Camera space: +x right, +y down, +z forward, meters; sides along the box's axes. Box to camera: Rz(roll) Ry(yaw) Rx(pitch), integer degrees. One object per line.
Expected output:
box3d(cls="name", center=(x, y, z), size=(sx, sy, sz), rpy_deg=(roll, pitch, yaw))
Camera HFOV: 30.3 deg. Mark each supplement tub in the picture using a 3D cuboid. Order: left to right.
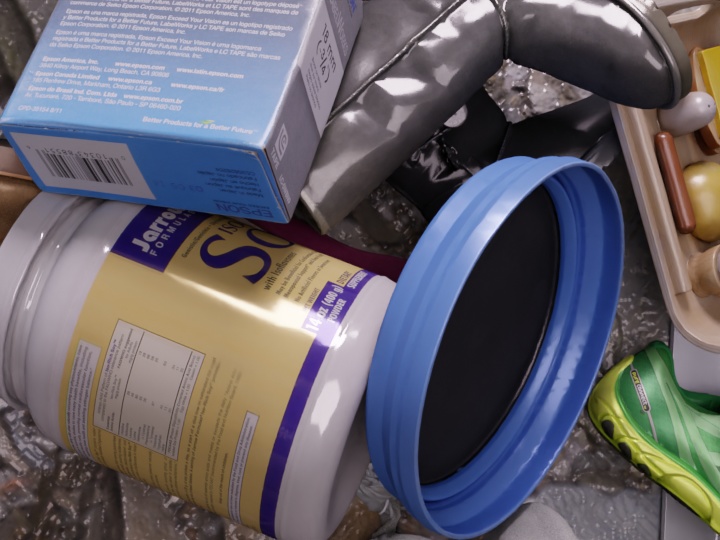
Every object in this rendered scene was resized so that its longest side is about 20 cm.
box3d(cls="supplement tub", center=(-0.085, 0.044, 0.699), size=(0.197, 0.145, 0.147), rpy_deg=(21, 87, 10))

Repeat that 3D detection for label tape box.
box3d(cls="label tape box", center=(-0.077, -0.130, 0.681), size=(0.142, 0.064, 0.202), rpy_deg=(8, 60, 18))

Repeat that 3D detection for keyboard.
box3d(cls="keyboard", center=(0.220, 0.089, 0.842), size=(0.055, 0.011, 0.204), rpy_deg=(3, 90, -5))

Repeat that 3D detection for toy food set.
box3d(cls="toy food set", center=(0.223, -0.065, 0.779), size=(0.142, 0.060, 0.203), rpy_deg=(-19, 95, -43))

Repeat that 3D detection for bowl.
box3d(cls="bowl", center=(0.071, 0.037, 0.684), size=(0.039, 0.200, 0.203), rpy_deg=(22, 85, 31))

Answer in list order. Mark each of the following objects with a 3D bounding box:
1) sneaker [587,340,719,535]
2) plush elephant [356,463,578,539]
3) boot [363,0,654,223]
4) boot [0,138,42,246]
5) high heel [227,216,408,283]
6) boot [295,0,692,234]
box3d(cls="sneaker", center=(0.232, 0.119, 0.800), size=(0.199, 0.074, 0.084), rpy_deg=(39, 91, -4))
box3d(cls="plush elephant", center=(0.045, 0.202, 0.736), size=(0.162, 0.155, 0.203), rpy_deg=(-18, 94, -9))
box3d(cls="boot", center=(0.059, -0.116, 0.789), size=(0.200, 0.066, 0.165), rpy_deg=(46, 70, 3))
box3d(cls="boot", center=(-0.263, -0.045, 0.727), size=(0.197, 0.074, 0.077), rpy_deg=(11, 99, -12))
box3d(cls="high heel", center=(0.000, 0.000, 0.790), size=(0.199, 0.068, 0.096), rpy_deg=(38, 51, -2))
box3d(cls="boot", center=(0.047, -0.092, 0.699), size=(0.199, 0.073, 0.181), rpy_deg=(-39, 59, -18))
